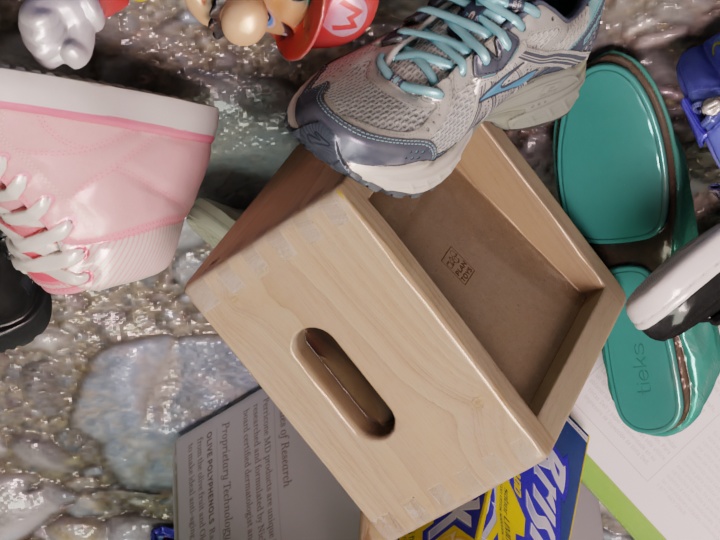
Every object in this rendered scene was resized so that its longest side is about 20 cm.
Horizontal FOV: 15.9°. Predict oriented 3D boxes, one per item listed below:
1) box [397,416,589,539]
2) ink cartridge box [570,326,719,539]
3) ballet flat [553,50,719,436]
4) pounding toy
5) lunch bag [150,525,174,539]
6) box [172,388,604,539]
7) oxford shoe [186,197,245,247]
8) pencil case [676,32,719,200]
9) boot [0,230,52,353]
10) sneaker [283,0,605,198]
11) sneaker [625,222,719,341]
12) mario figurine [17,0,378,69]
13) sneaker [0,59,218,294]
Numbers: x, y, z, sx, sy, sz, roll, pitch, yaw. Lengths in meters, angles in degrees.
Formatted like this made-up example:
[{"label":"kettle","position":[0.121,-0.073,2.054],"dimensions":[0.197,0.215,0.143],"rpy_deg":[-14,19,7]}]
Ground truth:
[{"label":"box","position":[0.056,0.144,1.272],"dimensions":[0.070,0.200,0.064],"rpy_deg":[-27,121,34]},{"label":"ink cartridge box","position":[0.210,0.062,1.365],"dimensions":[0.200,0.148,0.076],"rpy_deg":[-44,173,8]},{"label":"ballet flat","position":[0.142,-0.018,1.296],"dimensions":[0.067,0.070,0.201],"rpy_deg":[-3,106,28]},{"label":"pounding toy","position":[0.020,0.043,1.221],"dimensions":[0.142,0.184,0.200],"rpy_deg":[-31,103,32]},{"label":"lunch bag","position":[-0.074,0.275,1.555],"dimensions":[0.094,0.201,0.151],"rpy_deg":[-5,143,0]},{"label":"box","position":[0.022,0.176,1.441],"dimensions":[0.171,0.201,0.199],"rpy_deg":[-31,133,27]},{"label":"oxford shoe","position":[0.000,0.000,1.336],"dimensions":[0.199,0.075,0.058],"rpy_deg":[25,92,-22]},{"label":"pencil case","position":[0.236,-0.111,1.197],"dimensions":[0.200,0.078,0.087],"rpy_deg":[-32,169,28]},{"label":"boot","position":[-0.253,-0.009,1.275],"dimensions":[0.197,0.074,0.163],"rpy_deg":[-15,144,0]},{"label":"sneaker","position":[0.041,-0.101,1.143],"dimensions":[0.200,0.078,0.087],"rpy_deg":[-31,153,-48]},{"label":"sneaker","position":[0.226,0.009,1.246],"dimensions":[0.200,0.112,0.073],"rpy_deg":[-32,178,-33]},{"label":"mario figurine","position":[-0.087,-0.136,1.102],"dimensions":[0.199,0.106,0.123],"rpy_deg":[15,173,-13]},{"label":"sneaker","position":[-0.151,-0.042,1.178],"dimensions":[0.075,0.105,0.200],"rpy_deg":[18,-174,42]}]
